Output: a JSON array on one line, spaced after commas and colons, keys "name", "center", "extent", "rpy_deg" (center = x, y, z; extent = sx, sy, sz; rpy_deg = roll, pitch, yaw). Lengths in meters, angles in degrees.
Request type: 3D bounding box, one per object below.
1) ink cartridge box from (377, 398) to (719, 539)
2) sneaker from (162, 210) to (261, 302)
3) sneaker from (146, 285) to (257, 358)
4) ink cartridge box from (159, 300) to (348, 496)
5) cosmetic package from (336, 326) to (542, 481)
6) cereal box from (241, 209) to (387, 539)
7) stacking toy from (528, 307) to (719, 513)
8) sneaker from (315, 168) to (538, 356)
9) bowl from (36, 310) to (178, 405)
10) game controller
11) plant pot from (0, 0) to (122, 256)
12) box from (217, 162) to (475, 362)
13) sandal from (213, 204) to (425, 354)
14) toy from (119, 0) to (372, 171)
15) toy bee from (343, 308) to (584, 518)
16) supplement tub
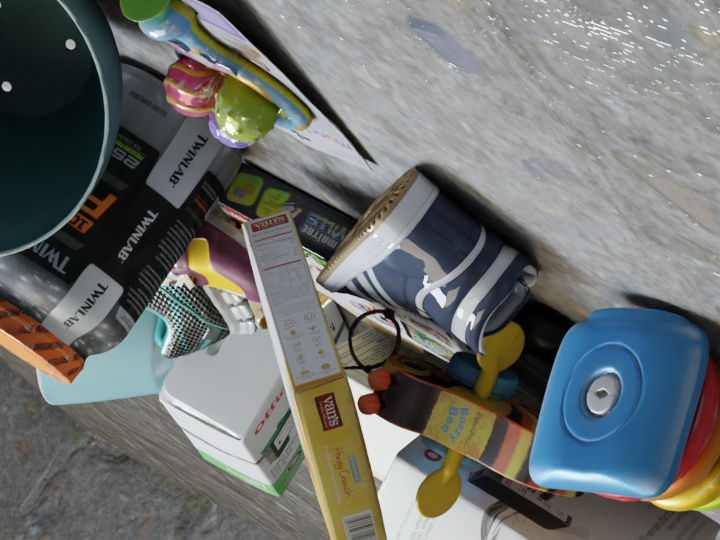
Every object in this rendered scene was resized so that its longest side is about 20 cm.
[{"name": "ink cartridge box", "center": [0.121, 0.178, 1.711], "extent": [0.200, 0.084, 0.144], "rpy_deg": [30, -150, 16]}, {"name": "sneaker", "center": [-0.152, -0.009, 1.807], "extent": [0.200, 0.090, 0.075], "rpy_deg": [27, 161, 21]}, {"name": "sneaker", "center": [-0.157, -0.013, 1.909], "extent": [0.200, 0.091, 0.078], "rpy_deg": [59, 180, -24]}, {"name": "ink cartridge box", "center": [-0.079, 0.087, 2.073], "extent": [0.084, 0.146, 0.200], "rpy_deg": [28, 168, 14]}, {"name": "cosmetic package", "center": [0.065, 0.122, 1.884], "extent": [0.200, 0.071, 0.105], "rpy_deg": [30, -148, 27]}, {"name": "cereal box", "center": [-0.030, 0.072, 1.639], "extent": [0.200, 0.039, 0.144], "rpy_deg": [-111, 5, -56]}, {"name": "stacking toy", "center": [0.207, 0.106, 1.491], "extent": [0.200, 0.110, 0.116], "rpy_deg": [28, 163, -36]}, {"name": "sneaker", "center": [0.041, 0.004, 1.566], "extent": [0.108, 0.070, 0.200], "rpy_deg": [36, 166, -4]}, {"name": "bowl", "center": [-0.179, 0.020, 2.038], "extent": [0.105, 0.201, 0.201], "rpy_deg": [11, 164, 10]}, {"name": "game controller", "center": [0.164, 0.086, 1.673], "extent": [0.200, 0.042, 0.104], "rpy_deg": [37, 154, -20]}, {"name": "plant pot", "center": [-0.232, -0.124, 1.578], "extent": [0.200, 0.200, 0.135], "rpy_deg": [34, -156, -1]}, {"name": "box", "center": [0.000, 0.000, 1.760], "extent": [0.200, 0.035, 0.110], "rpy_deg": [28, 168, 27]}, {"name": "sandal", "center": [-0.049, 0.019, 1.892], "extent": [0.211, 0.070, 0.078], "rpy_deg": [31, 169, 15]}, {"name": "toy", "center": [-0.085, -0.110, 1.499], "extent": [0.115, 0.047, 0.200], "rpy_deg": [28, 167, 35]}, {"name": "toy bee", "center": [0.049, 0.094, 1.617], "extent": [0.199, 0.131, 0.109], "rpy_deg": [4, -178, 31]}, {"name": "supplement tub", "center": [-0.180, -0.031, 1.715], "extent": [0.122, 0.200, 0.123], "rpy_deg": [32, 169, 7]}]
